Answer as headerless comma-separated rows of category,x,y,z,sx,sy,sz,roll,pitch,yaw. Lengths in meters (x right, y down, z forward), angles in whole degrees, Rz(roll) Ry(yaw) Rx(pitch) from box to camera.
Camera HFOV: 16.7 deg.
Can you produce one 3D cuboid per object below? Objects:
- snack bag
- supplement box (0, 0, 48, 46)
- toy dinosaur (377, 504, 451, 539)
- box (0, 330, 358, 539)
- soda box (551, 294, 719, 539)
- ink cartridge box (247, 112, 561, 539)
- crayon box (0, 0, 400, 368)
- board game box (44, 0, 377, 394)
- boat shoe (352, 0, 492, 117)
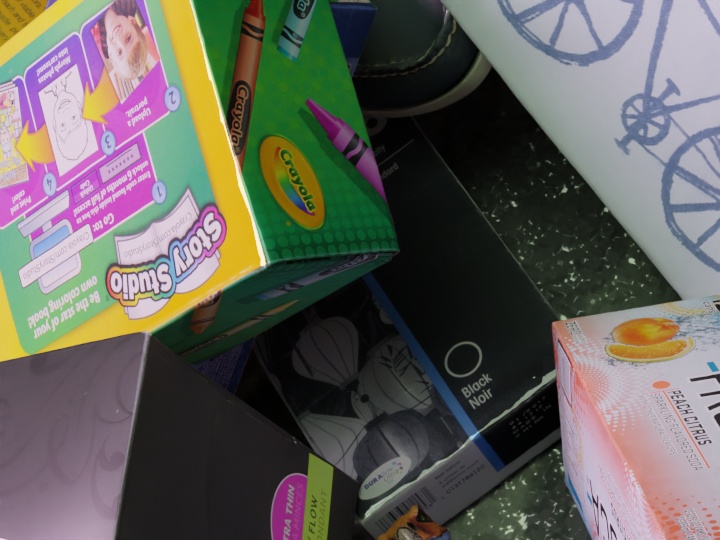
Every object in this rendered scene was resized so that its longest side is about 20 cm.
snack bag,0.143,-0.083,0.779,0.200,0.021,0.189,-39,91,31
supplement box,-0.199,-0.138,1.032,0.199,0.110,0.109,-23,54,11
toy dinosaur,0.036,0.163,0.760,0.200,0.105,0.181,-53,35,3
box,-0.120,0.125,0.810,0.199,0.124,0.149,-13,56,32
soda box,0.109,0.074,0.720,0.068,0.064,0.200,-9,22,-4
ink cartridge box,0.000,0.000,0.900,0.099,0.039,0.200,-37,52,2
crayon box,-0.082,-0.024,0.826,0.200,0.058,0.119,-29,73,45
board game box,-0.076,-0.040,0.889,0.135,0.034,0.201,44,124,37
boat shoe,-0.027,-0.107,0.904,0.200,0.062,0.075,28,100,48
